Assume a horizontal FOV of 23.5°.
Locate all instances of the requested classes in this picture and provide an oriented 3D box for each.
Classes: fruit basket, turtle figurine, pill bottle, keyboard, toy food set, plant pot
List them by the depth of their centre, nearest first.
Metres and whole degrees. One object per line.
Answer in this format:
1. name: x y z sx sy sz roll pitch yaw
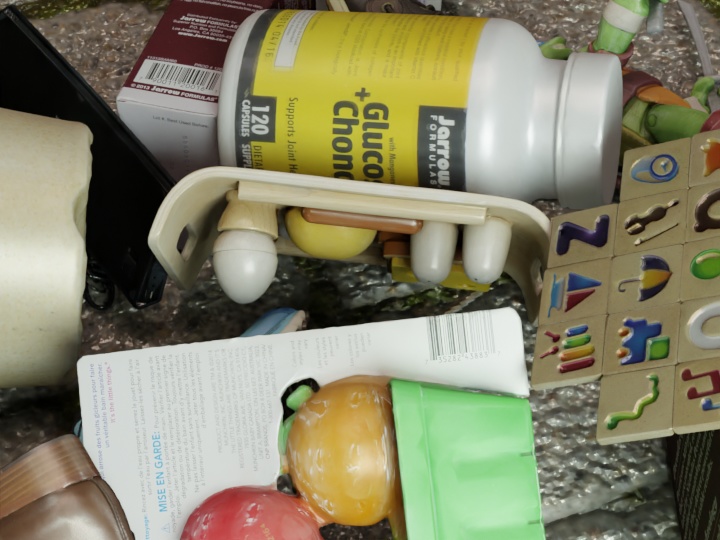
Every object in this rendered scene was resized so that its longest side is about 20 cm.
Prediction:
1. fruit basket: -0.017 0.119 0.764 0.200 0.094 0.186 -8 84 5
2. plant pot: -0.229 -0.013 0.863 0.183 0.201 0.201 3 45 -10
3. toy food set: 0.000 0.000 0.880 0.200 0.144 0.061 7 79 3
4. pill bottle: 0.033 -0.078 0.913 0.200 0.112 0.112 4 45 15
5. keyboard: -0.152 -0.058 0.965 0.040 0.104 0.200 -6 41 -40
6. turtle figurine: 0.197 -0.114 0.987 0.200 0.144 0.194 -36 59 -26

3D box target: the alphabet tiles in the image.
1. alphabet tiles: 0.170 -0.004 0.734 0.200 0.006 0.167 -11 45 26

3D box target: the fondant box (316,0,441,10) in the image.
1. fondant box: -0.016 -0.252 1.079 0.144 0.200 0.058 3 47 2

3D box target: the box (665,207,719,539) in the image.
1. box: 0.235 0.096 0.763 0.166 0.164 0.200 0 45 0

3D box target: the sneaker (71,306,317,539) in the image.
1. sneaker: -0.097 0.076 0.842 0.090 0.078 0.200 26 50 28

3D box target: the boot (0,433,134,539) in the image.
1. boot: -0.139 0.199 0.729 0.186 0.064 0.200 -37 76 18

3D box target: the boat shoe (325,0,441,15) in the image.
1. boat shoe: 0.032 -0.126 1.037 0.065 0.073 0.200 -31 57 11

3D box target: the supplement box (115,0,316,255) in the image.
1. supplement box: -0.078 -0.116 1.009 0.061 0.109 0.200 11 45 10
